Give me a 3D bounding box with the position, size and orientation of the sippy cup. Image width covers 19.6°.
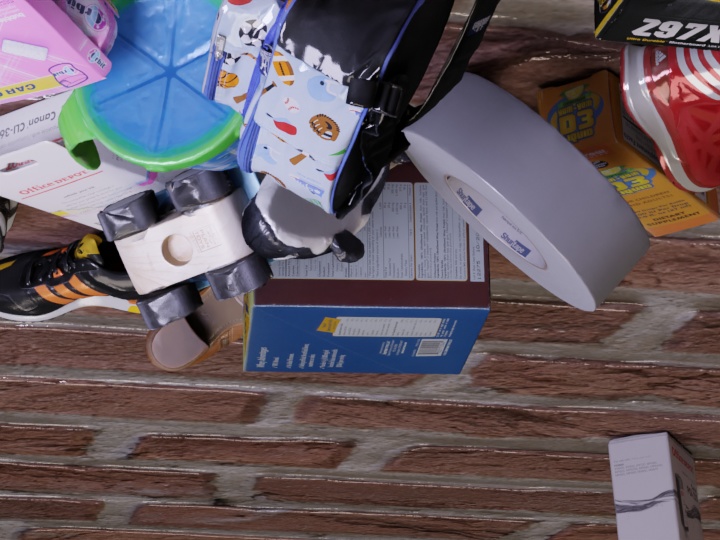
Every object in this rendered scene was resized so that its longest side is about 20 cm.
[{"bbox_3d":[-0.116,-0.128,1.474,0.178,0.140,0.130,11,175,16],"label":"sippy cup"}]

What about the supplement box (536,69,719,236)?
[{"bbox_3d":[0.217,-0.091,1.666,0.066,0.069,0.200,-15,153,30],"label":"supplement box"}]

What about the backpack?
[{"bbox_3d":[-0.015,-0.136,1.322,0.154,0.200,0.191,27,142,12],"label":"backpack"}]

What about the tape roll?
[{"bbox_3d":[0.123,-0.060,1.576,0.200,0.066,0.200,41,174,5],"label":"tape roll"}]

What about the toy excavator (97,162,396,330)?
[{"bbox_3d":[-0.082,-0.054,1.625,0.194,0.100,0.200,-20,-169,22],"label":"toy excavator"}]

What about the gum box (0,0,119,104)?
[{"bbox_3d":[-0.271,-0.168,1.405,0.200,0.066,0.114,-10,146,26],"label":"gum box"}]

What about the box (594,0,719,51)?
[{"bbox_3d":[0.273,-0.198,1.389,0.200,0.049,0.160,4,162,-12],"label":"box"}]

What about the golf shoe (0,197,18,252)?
[{"bbox_3d":[-0.331,-0.045,1.750,0.078,0.095,0.200,-1,162,-2],"label":"golf shoe"}]

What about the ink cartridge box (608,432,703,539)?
[{"bbox_3d":[0.380,0.319,2.643,0.085,0.200,0.146,-13,158,19],"label":"ink cartridge box"}]

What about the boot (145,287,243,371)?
[{"bbox_3d":[-0.116,0.033,1.994,0.200,0.077,0.155,-37,-176,-3],"label":"boot"}]

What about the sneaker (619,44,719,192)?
[{"bbox_3d":[0.280,-0.118,1.575,0.115,0.079,0.200,-9,160,26],"label":"sneaker"}]

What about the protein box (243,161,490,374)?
[{"bbox_3d":[0.000,0.000,1.817,0.200,0.135,0.199,1,161,-5],"label":"protein box"}]

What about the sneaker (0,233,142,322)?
[{"bbox_3d":[-0.262,-0.005,1.923,0.200,0.070,0.090,-1,146,2],"label":"sneaker"}]

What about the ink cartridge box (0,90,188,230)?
[{"bbox_3d":[-0.212,-0.089,1.661,0.116,0.068,0.200,-16,157,36],"label":"ink cartridge box"}]

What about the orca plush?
[{"bbox_3d":[-0.043,-0.054,1.542,0.071,0.200,0.105,-32,109,35],"label":"orca plush"}]
